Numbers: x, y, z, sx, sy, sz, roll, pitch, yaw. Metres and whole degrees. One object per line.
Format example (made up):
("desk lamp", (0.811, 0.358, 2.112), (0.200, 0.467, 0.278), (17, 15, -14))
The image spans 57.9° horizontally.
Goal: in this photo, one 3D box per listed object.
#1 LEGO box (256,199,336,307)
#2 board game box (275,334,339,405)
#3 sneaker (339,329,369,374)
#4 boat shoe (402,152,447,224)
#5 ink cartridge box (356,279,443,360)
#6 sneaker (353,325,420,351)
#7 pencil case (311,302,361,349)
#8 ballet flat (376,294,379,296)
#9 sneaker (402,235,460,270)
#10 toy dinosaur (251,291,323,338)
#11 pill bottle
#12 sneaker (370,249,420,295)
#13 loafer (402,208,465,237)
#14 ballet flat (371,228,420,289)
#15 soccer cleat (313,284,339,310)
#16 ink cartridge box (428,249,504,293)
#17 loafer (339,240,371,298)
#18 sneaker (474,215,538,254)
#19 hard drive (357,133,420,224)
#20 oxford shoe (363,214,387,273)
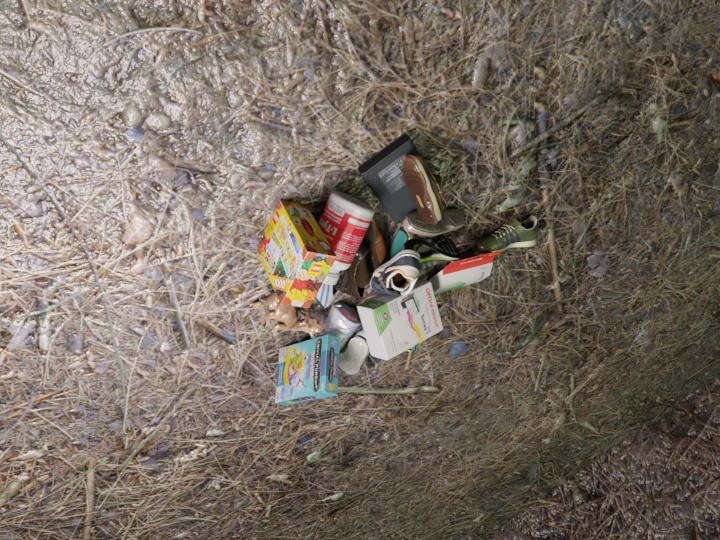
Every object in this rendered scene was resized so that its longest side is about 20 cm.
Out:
("LEGO box", (-0.148, -0.038, 1.462), (0.077, 0.200, 0.149), (9, 123, -34))
("board game box", (-0.140, 0.263, 1.705), (0.047, 0.152, 0.200), (23, 149, -39))
("sneaker", (-0.006, 0.221, 1.807), (0.081, 0.076, 0.200), (-49, 179, -39))
("boat shoe", (0.157, -0.205, 1.538), (0.075, 0.075, 0.203), (-45, 138, -20))
("ink cartridge box", (0.107, 0.125, 1.716), (0.200, 0.084, 0.145), (-24, 106, -29))
("sneaker", (0.089, 0.181, 1.833), (0.199, 0.131, 0.080), (-16, 134, -13))
("pencil case", (-0.083, 0.182, 1.776), (0.200, 0.091, 0.083), (-53, 166, 22))
("ballet flat", (0.125, 0.087, 1.823), (0.200, 0.068, 0.068), (26, 123, -30))
("sneaker", (0.173, -0.040, 1.668), (0.199, 0.074, 0.081), (-1, 149, -35))
("toy dinosaur", (-0.187, 0.100, 1.648), (0.135, 0.086, 0.200), (-31, 131, 0))
("pill bottle", (-0.055, -0.074, 1.516), (0.112, 0.112, 0.201), (15, 106, -37))
("sneaker", (0.078, 0.027, 1.608), (0.078, 0.080, 0.200), (17, 148, -17))
("loafer", (0.181, -0.112, 1.655), (0.199, 0.072, 0.063), (-9, 157, -38))
("ballet flat", (0.096, -0.021, 1.711), (0.069, 0.070, 0.200), (10, 122, -34))
("soccer cleat", (-0.115, 0.014, 1.632), (0.086, 0.070, 0.200), (-42, 139, -14))
("ink cartridge box", (0.289, 0.006, 1.775), (0.160, 0.050, 0.200), (-14, 171, -17))
("loafer", (0.000, 0.000, 1.636), (0.073, 0.071, 0.200), (-55, 168, -31))
("sneaker", (0.409, -0.107, 1.805), (0.199, 0.067, 0.090), (-9, 124, -22))
("hard drive", (0.097, -0.214, 1.560), (0.139, 0.033, 0.200), (-36, 136, 4))
("oxford shoe", (0.030, -0.087, 1.624), (0.071, 0.071, 0.200), (-40, 144, -27))
